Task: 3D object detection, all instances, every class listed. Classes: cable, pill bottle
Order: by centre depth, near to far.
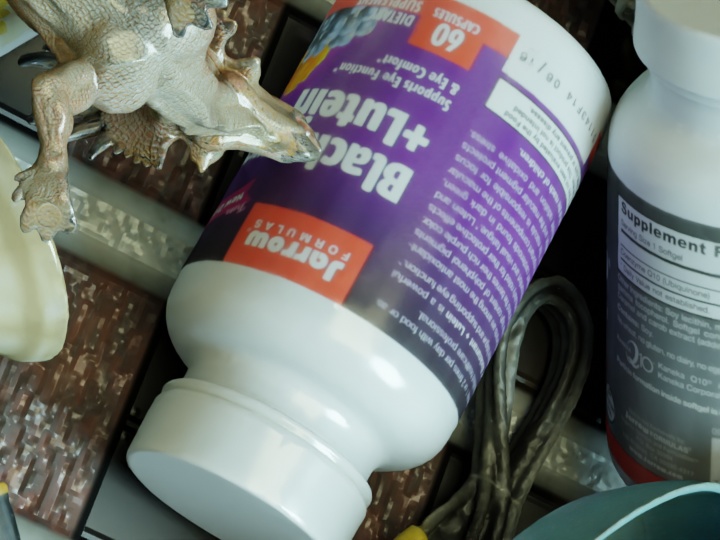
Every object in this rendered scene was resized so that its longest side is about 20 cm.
[{"bbox_3d":[0.000,0.000,0.874,0.111,0.111,0.201,35,69,-17],"label":"pill bottle"},{"bbox_3d":[0.146,-0.013,0.898,0.115,0.116,0.201,-20,125,-26],"label":"pill bottle"},{"bbox_3d":[0.047,0.097,0.916,0.097,0.050,0.200,43,69,-16],"label":"cable"}]

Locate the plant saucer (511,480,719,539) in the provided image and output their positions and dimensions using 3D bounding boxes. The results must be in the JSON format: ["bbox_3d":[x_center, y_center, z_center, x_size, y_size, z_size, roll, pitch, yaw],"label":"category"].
[{"bbox_3d":[0.060,0.149,0.868,0.200,0.201,0.036,-38,57,-25],"label":"plant saucer"}]

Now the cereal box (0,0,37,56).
[{"bbox_3d":[-0.100,-0.151,0.837,0.200,0.144,0.039,-35,61,-27],"label":"cereal box"}]

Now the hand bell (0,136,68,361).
[{"bbox_3d":[-0.201,0.025,0.774,0.199,0.104,0.105,-29,95,-28],"label":"hand bell"}]

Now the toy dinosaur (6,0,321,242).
[{"bbox_3d":[-0.088,-0.098,0.766,0.085,0.136,0.201,-24,107,3],"label":"toy dinosaur"}]

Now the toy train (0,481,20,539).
[{"bbox_3d":[-0.194,0.112,0.781,0.199,0.085,0.115,-13,85,-29],"label":"toy train"}]

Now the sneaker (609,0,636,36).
[{"bbox_3d":[0.098,-0.115,0.965,0.115,0.074,0.201,-17,80,-25],"label":"sneaker"}]
